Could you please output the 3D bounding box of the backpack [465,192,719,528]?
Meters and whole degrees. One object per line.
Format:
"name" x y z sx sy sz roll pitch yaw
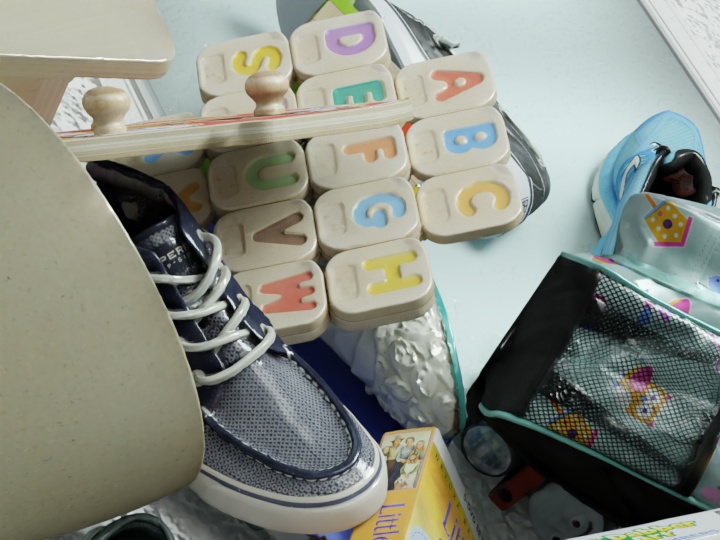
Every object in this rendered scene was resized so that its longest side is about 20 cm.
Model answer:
"backpack" 0.166 0.058 1.099 0.200 0.154 0.176 35 -1 4

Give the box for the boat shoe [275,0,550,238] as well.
"boat shoe" 0.035 -0.108 1.401 0.199 0.074 0.068 44 35 10

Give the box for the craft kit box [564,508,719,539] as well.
"craft kit box" 0.119 0.202 0.968 0.197 0.201 0.048 -7 6 -23

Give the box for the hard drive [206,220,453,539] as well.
"hard drive" -0.059 0.047 1.160 0.200 0.025 0.132 40 36 7

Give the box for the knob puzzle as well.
"knob puzzle" -0.070 -0.072 1.086 0.219 0.219 0.031 -10 96 -44

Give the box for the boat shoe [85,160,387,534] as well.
"boat shoe" -0.069 0.029 1.030 0.200 0.093 0.075 31 51 31

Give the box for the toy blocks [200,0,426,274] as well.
"toy blocks" -0.008 -0.054 1.304 0.137 0.100 0.200 43 36 -7

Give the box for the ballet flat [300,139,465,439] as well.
"ballet flat" 0.000 0.000 1.181 0.071 0.072 0.201 8 53 -31

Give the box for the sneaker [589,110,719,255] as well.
"sneaker" 0.186 -0.039 1.425 0.078 0.090 0.200 29 35 -7

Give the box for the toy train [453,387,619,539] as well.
"toy train" 0.126 0.071 1.266 0.114 0.085 0.200 48 37 3

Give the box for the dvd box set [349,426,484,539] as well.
"dvd box set" 0.024 0.184 1.010 0.200 0.029 0.147 -70 145 -52

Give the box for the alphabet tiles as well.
"alphabet tiles" -0.025 -0.047 1.159 0.195 0.015 0.201 -11 48 2

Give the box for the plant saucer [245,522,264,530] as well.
"plant saucer" -0.098 0.046 1.166 0.200 0.019 0.070 42 36 12

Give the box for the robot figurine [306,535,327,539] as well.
"robot figurine" -0.051 0.199 0.963 0.200 0.058 0.146 -43 113 -55

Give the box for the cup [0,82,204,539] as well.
"cup" -0.179 0.038 0.989 0.143 0.201 0.200 -31 67 -24

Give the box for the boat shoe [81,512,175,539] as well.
"boat shoe" -0.128 0.167 0.964 0.073 0.062 0.200 35 35 1

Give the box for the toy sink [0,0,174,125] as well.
"toy sink" -0.213 -0.108 1.175 0.199 0.112 0.131 -2 48 -33
